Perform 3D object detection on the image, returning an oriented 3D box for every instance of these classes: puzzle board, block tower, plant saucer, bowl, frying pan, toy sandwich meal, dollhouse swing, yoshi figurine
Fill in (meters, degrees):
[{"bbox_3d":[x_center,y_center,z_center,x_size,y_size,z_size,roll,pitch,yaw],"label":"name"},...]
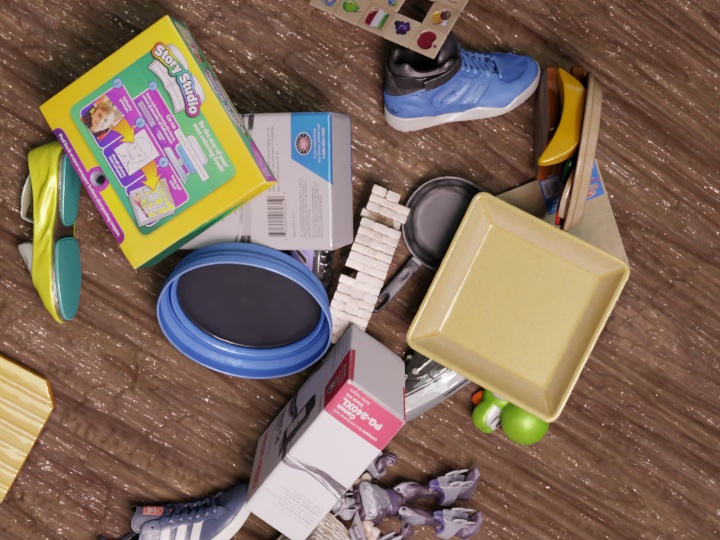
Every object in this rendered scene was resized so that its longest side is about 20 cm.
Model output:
[{"bbox_3d":[0.231,-0.038,1.236,0.198,0.017,0.153,-22,98,-9],"label":"puzzle board"},{"bbox_3d":[0.000,0.000,1.173,0.053,0.058,0.203,20,92,-11],"label":"block tower"},{"bbox_3d":[0.182,0.041,1.137,0.198,0.048,0.202,27,93,13],"label":"plant saucer"},{"bbox_3d":[-0.128,0.046,1.101,0.197,0.040,0.202,4,137,4],"label":"bowl"},{"bbox_3d":[0.095,-0.021,1.197,0.113,0.031,0.193,20,101,3],"label":"frying pan"},{"bbox_3d":[0.233,-0.145,1.137,0.069,0.205,0.209,9,94,8],"label":"toy sandwich meal"},{"bbox_3d":[-0.462,0.161,1.046,0.174,0.182,0.202,30,88,8],"label":"dollhouse swing"},{"bbox_3d":[0.226,0.134,1.206,0.112,0.112,0.201,39,92,-20],"label":"yoshi figurine"}]

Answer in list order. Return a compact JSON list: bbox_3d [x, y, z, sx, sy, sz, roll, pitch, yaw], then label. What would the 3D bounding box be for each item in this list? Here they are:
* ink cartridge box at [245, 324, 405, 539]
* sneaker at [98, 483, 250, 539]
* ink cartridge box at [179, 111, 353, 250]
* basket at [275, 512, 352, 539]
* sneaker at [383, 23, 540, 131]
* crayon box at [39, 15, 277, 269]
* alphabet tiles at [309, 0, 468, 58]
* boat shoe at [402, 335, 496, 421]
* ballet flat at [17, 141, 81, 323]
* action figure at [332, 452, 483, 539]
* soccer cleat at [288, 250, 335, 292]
[{"bbox_3d":[-0.039,0.184,1.109,0.083,0.146,0.201,35,108,-12],"label":"ink cartridge box"},{"bbox_3d":[-0.220,0.298,1.146,0.199,0.075,0.085,-33,105,-6],"label":"sneaker"},{"bbox_3d":[-0.114,-0.099,1.087,0.197,0.084,0.148,2,97,16],"label":"ink cartridge box"},{"bbox_3d":[-0.058,0.419,1.128,0.198,0.161,0.200,-43,102,10],"label":"basket"},{"bbox_3d":[0.121,-0.238,1.142,0.197,0.112,0.077,-14,55,-5],"label":"sneaker"},{"bbox_3d":[-0.212,-0.133,1.028,0.171,0.058,0.202,-31,89,9],"label":"crayon box"},{"bbox_3d":[0.059,-0.355,1.131,0.166,0.008,0.202,26,74,16],"label":"alphabet tiles"},{"bbox_3d":[0.084,0.129,1.201,0.198,0.071,0.064,-32,72,-2],"label":"boat shoe"},{"bbox_3d":[-0.352,-0.044,1.102,0.066,0.067,0.203,2,92,10],"label":"ballet flat"},{"bbox_3d":[0.050,0.281,1.190,0.197,0.070,0.132,6,54,-22],"label":"action figure"},{"bbox_3d":[-0.071,-0.063,1.155,0.072,0.068,0.203,-1,98,10],"label":"soccer cleat"}]
